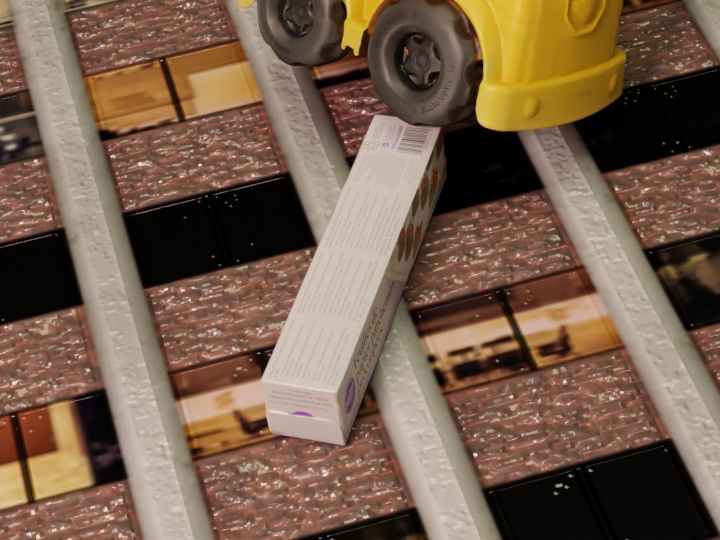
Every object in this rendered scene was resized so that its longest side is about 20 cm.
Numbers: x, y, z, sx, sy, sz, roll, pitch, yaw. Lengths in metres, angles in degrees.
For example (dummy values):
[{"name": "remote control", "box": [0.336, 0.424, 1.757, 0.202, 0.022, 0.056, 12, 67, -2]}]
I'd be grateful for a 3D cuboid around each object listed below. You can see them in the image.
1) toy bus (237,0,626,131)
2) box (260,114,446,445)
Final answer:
[{"name": "toy bus", "box": [0.047, -0.188, 1.182, 0.200, 0.193, 0.136, 27, 31, 33]}, {"name": "box", "box": [0.000, 0.000, 1.122, 0.041, 0.039, 0.200, 6, 45, 15]}]
